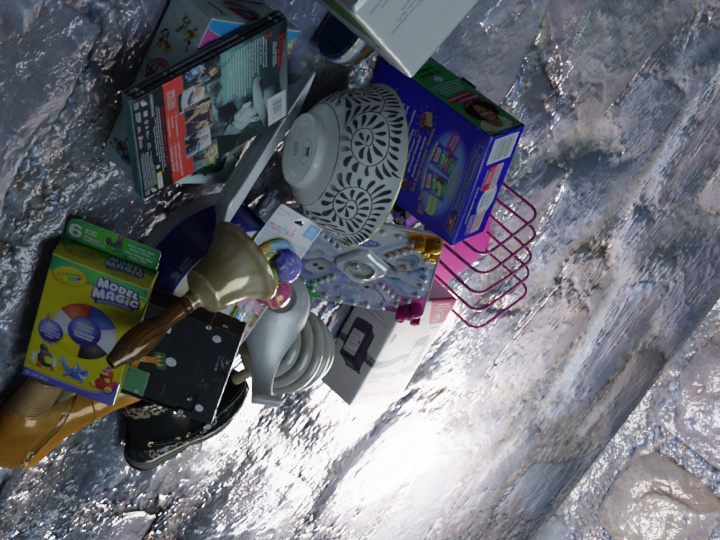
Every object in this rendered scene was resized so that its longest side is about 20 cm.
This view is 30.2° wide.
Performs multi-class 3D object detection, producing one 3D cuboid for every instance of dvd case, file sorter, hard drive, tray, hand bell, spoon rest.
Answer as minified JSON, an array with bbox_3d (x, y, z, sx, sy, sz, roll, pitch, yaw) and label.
[{"bbox_3d":[-0.157,-0.173,1.398,0.199,0.022,0.147,-33,149,-25],"label":"dvd case"},{"bbox_3d":[0.192,-0.028,2.093,0.139,0.125,0.201,-35,149,-23],"label":"file sorter"},{"bbox_3d":[-0.246,0.087,1.560,0.038,0.198,0.141,-77,-173,-59],"label":"hard drive"},{"bbox_3d":[-0.116,-0.139,1.549,0.201,0.022,0.107,-60,-177,-24],"label":"tray"},{"bbox_3d":[-0.200,0.043,1.473,0.200,0.104,0.105,-38,151,-26],"label":"hand bell"},{"bbox_3d":[-0.119,0.086,1.740,0.098,0.202,0.061,12,152,-13],"label":"spoon rest"}]

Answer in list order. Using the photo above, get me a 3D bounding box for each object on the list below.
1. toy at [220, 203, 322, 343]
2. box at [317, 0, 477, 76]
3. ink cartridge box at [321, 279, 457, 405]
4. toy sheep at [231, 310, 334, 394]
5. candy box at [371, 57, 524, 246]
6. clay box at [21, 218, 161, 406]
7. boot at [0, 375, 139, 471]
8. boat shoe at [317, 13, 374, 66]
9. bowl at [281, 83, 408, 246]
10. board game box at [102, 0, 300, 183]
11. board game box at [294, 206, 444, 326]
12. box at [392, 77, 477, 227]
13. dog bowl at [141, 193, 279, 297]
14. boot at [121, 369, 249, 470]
[{"bbox_3d":[-0.117,0.024,1.634,0.201,0.047,0.115,-52,154,6],"label":"toy"},{"bbox_3d":[0.024,-0.355,1.375,0.200,0.199,0.171,-49,152,5],"label":"box"},{"bbox_3d":[0.041,0.105,2.085,0.144,0.084,0.201,-2,127,-53],"label":"ink cartridge box"},{"bbox_3d":[-0.104,0.109,1.844,0.138,0.138,0.199,-55,153,12],"label":"toy sheep"},{"bbox_3d":[0.092,-0.160,1.708,0.077,0.200,0.170,-23,142,-44],"label":"candy box"},{"bbox_3d":[-0.302,0.048,1.496,0.048,0.114,0.201,-75,-174,-58],"label":"clay box"},{"bbox_3d":[-0.361,0.179,1.637,0.200,0.071,0.144,3,129,-52],"label":"boot"},{"bbox_3d":[0.031,-0.325,1.570,0.200,0.072,0.072,-45,158,14],"label":"boat shoe"},{"bbox_3d":[-0.034,-0.138,1.612,0.093,0.201,0.202,12,119,-31],"label":"bowl"},{"bbox_3d":[-0.171,-0.193,1.442,0.147,0.064,0.201,-6,130,-53],"label":"board game box"},{"bbox_3d":[0.000,0.000,1.784,0.201,0.198,0.026,102,-2,-56],"label":"board game box"},{"bbox_3d":[0.104,-0.162,1.900,0.143,0.036,0.201,-37,151,-23],"label":"box"},{"bbox_3d":[-0.191,0.009,1.645,0.199,0.079,0.201,-35,148,-25],"label":"dog bowl"},{"bbox_3d":[-0.238,0.170,1.788,0.199,0.073,0.151,-30,148,-21],"label":"boot"}]
